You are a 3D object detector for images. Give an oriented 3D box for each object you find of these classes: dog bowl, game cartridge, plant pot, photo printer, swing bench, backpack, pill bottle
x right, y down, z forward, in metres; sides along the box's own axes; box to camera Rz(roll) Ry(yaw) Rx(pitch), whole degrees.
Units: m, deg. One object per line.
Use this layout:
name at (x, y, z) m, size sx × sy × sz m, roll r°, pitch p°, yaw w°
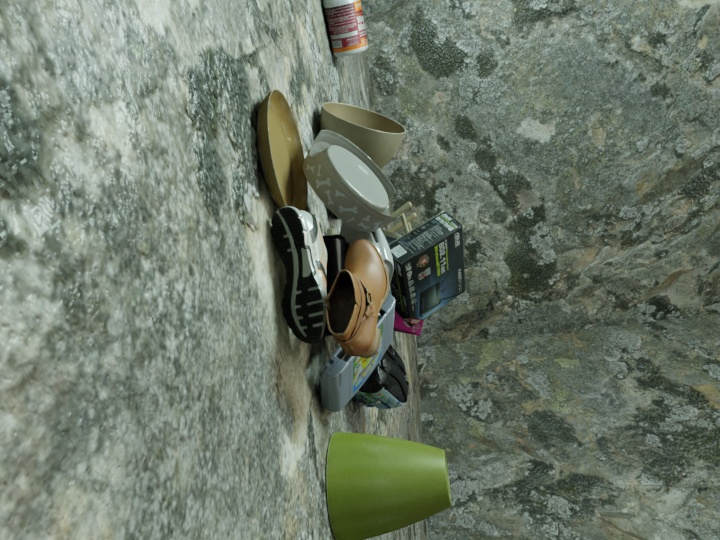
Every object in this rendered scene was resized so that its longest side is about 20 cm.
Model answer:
dog bowl at (-0.016, -0.151, 0.923) m, size 0.200 × 0.059 × 0.201 m, roll 38°, pitch 27°, yaw -23°
game cartridge at (0.000, 0.149, 0.936) m, size 0.200 × 0.040 × 0.134 m, roll -48°, pitch 157°, yaw -34°
plant pot at (0.057, 0.378, 0.946) m, size 0.187 × 0.198 × 0.189 m, roll -7°, pitch 90°, yaw -82°
plant pot at (-0.122, -0.176, 0.826) m, size 0.200 × 0.027 × 0.202 m, roll -8°, pitch 90°, yaw -82°
photo printer at (0.000, 0.000, 1.013) m, size 0.167 × 0.069 × 0.201 m, roll -115°, pitch -150°, yaw -47°
plant pot at (-0.009, -0.290, 1.228) m, size 0.201 × 0.199 × 0.135 m, roll -80°, pitch -173°, yaw -64°
swing bench at (0.044, -0.055, 1.209) m, size 0.199 × 0.199 × 0.131 m, roll -4°, pitch 77°, yaw -81°
backpack at (0.041, 0.237, 1.210) m, size 0.200 × 0.153 × 0.164 m, roll 35°, pitch 35°, yaw -44°
pill bottle at (-0.047, -0.734, 1.528) m, size 0.110 × 0.109 × 0.201 m, roll -84°, pitch 164°, yaw -58°

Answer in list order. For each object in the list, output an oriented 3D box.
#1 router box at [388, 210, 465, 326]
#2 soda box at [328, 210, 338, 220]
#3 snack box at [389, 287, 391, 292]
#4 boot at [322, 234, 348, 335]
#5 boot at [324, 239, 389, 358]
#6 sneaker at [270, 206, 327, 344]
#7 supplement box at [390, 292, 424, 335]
router box at (0.134, 0.001, 1.065) m, size 0.062 × 0.149 × 0.201 m, roll 44°, pitch -21°, yaw 39°
soda box at (-0.034, -0.187, 1.263) m, size 0.200 × 0.070 × 0.064 m, roll -81°, pitch 162°, yaw -62°
snack box at (0.022, 0.073, 1.176) m, size 0.200 × 0.024 × 0.072 m, roll 133°, pitch -22°, yaw -66°
boot at (-0.056, 0.023, 0.908) m, size 0.200 × 0.076 × 0.170 m, roll 21°, pitch 65°, yaw -88°
boot at (-0.007, 0.023, 0.782) m, size 0.155 × 0.073 × 0.202 m, roll 51°, pitch 32°, yaw -65°
sneaker at (-0.072, 0.006, 0.778) m, size 0.080 × 0.073 × 0.202 m, roll -10°, pitch 94°, yaw -63°
supplement box at (0.076, 0.087, 1.240) m, size 0.200 × 0.100 × 0.104 m, roll 160°, pitch -53°, yaw -77°
